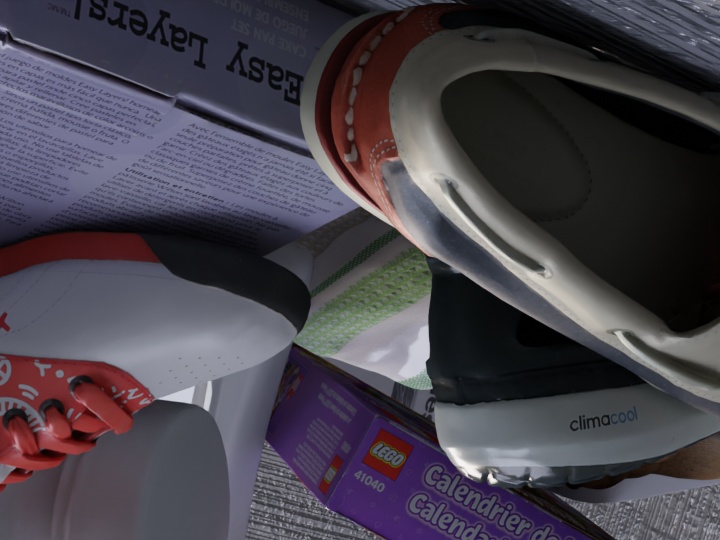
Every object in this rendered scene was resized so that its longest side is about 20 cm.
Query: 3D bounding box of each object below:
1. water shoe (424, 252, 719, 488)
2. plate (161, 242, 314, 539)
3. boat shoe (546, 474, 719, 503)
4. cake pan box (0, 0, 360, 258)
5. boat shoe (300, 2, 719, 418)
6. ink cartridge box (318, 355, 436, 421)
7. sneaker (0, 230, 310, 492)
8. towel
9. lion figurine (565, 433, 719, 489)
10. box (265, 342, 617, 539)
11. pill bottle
[{"bbox_3d":[0.094,-0.002,0.625,0.071,0.079,0.199,-3,-169,40],"label":"water shoe"},{"bbox_3d":[-0.130,0.052,0.834,0.199,0.032,0.200,11,135,-6],"label":"plate"},{"bbox_3d":[0.161,0.041,0.917,0.199,0.066,0.074,-13,-143,-24],"label":"boat shoe"},{"bbox_3d":[-0.110,-0.042,0.630,0.199,0.053,0.184,19,155,-28],"label":"cake pan box"},{"bbox_3d":[0.081,-0.008,0.532,0.199,0.072,0.062,24,174,-25],"label":"boat shoe"},{"bbox_3d":[-0.006,0.017,1.156,0.199,0.147,0.084,19,178,-43],"label":"ink cartridge box"},{"bbox_3d":[-0.113,0.051,0.647,0.200,0.109,0.067,-2,157,13],"label":"sneaker"},{"bbox_3d":[0.000,0.000,0.917,0.199,0.031,0.149,15,144,-39],"label":"towel"},{"bbox_3d":[0.134,0.051,0.819,0.199,0.073,0.122,16,157,-18],"label":"lion figurine"},{"bbox_3d":[0.034,0.086,0.859,0.136,0.039,0.200,30,180,-13],"label":"box"},{"bbox_3d":[-0.148,0.075,0.742,0.199,0.112,0.111,4,174,17],"label":"pill bottle"}]
